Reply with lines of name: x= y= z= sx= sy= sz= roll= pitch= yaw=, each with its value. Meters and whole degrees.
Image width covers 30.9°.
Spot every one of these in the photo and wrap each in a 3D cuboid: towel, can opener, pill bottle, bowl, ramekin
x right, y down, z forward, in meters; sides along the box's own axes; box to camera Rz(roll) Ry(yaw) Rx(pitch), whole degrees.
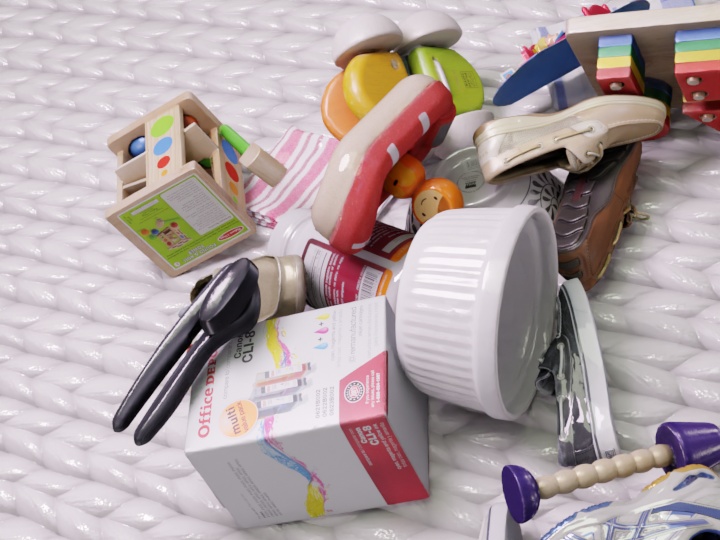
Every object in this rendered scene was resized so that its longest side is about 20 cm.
towel: x=-0.051 y=-0.103 z=1.536 sx=0.199 sy=0.030 sz=0.147 roll=18 pitch=59 yaw=34
can opener: x=-0.163 y=0.072 z=1.212 sx=0.063 sy=0.079 sz=0.200 roll=31 pitch=77 yaw=33
pill bottle: x=0.000 y=0.000 z=1.363 sx=0.200 sy=0.113 sz=0.113 roll=23 pitch=62 yaw=40
bowl: x=0.128 y=-0.070 z=1.388 sx=0.200 sy=0.094 sz=0.201 roll=-11 pitch=48 yaw=13
ramekin: x=0.110 y=0.035 z=1.226 sx=0.105 sy=0.200 sz=0.201 roll=7 pitch=54 yaw=23
towel: x=0.307 y=-0.264 z=1.531 sx=0.199 sy=0.024 sz=0.147 roll=-15 pitch=48 yaw=10

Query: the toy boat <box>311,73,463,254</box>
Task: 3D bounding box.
toy boat: x=0.044 y=-0.089 z=1.288 sx=0.131 sy=0.131 sz=0.200 roll=38 pitch=60 yaw=8

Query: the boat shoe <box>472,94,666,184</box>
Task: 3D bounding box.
boat shoe: x=0.217 y=-0.128 z=1.325 sx=0.199 sy=0.072 sz=0.065 roll=-9 pitch=66 yaw=-4

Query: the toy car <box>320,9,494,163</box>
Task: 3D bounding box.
toy car: x=0.044 y=-0.192 z=1.480 sx=0.199 sy=0.150 sz=0.176 roll=-12 pitch=76 yaw=-37

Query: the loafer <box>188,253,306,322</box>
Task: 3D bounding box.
loafer: x=-0.120 y=0.027 z=1.365 sx=0.200 sy=0.068 sz=0.076 roll=-21 pitch=71 yaw=57

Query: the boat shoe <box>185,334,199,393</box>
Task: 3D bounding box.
boat shoe: x=-0.086 y=0.092 z=1.358 sx=0.199 sy=0.071 sz=0.063 roll=-4 pitch=86 yaw=2

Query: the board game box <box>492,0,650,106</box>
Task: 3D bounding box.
board game box: x=0.223 y=-0.254 z=1.434 sx=0.199 sy=0.158 sz=0.039 roll=-30 pitch=81 yaw=-6

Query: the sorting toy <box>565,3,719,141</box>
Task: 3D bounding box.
sorting toy: x=0.332 y=-0.196 z=1.355 sx=0.199 sy=0.199 sz=0.070 roll=-1 pitch=72 yaw=23

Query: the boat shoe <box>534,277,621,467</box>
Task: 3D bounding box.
boat shoe: x=0.198 y=0.096 z=1.235 sx=0.067 sy=0.072 sz=0.201 roll=-12 pitch=55 yaw=11

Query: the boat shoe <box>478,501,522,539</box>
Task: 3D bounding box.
boat shoe: x=0.101 y=0.289 z=1.106 sx=0.065 sy=0.072 sz=0.201 roll=-7 pitch=53 yaw=21

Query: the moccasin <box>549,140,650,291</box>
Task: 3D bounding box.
moccasin: x=0.252 y=-0.065 z=1.349 sx=0.073 sy=0.078 sz=0.202 roll=-11 pitch=40 yaw=35

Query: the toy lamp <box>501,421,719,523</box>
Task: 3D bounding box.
toy lamp: x=0.223 y=0.172 z=1.134 sx=0.199 sy=0.058 sz=0.058 roll=-11 pitch=45 yaw=-12

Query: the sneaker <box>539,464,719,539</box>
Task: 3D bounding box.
sneaker: x=0.230 y=0.239 z=1.088 sx=0.199 sy=0.075 sz=0.088 roll=-27 pitch=47 yaw=-2

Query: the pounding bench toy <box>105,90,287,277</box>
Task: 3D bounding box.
pounding bench toy: x=-0.180 y=-0.123 z=1.512 sx=0.199 sy=0.124 sz=0.156 roll=-27 pitch=44 yaw=18

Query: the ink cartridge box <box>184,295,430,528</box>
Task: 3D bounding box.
ink cartridge box: x=-0.048 y=0.138 z=1.243 sx=0.199 sy=0.145 sz=0.146 roll=-13 pitch=47 yaw=14
